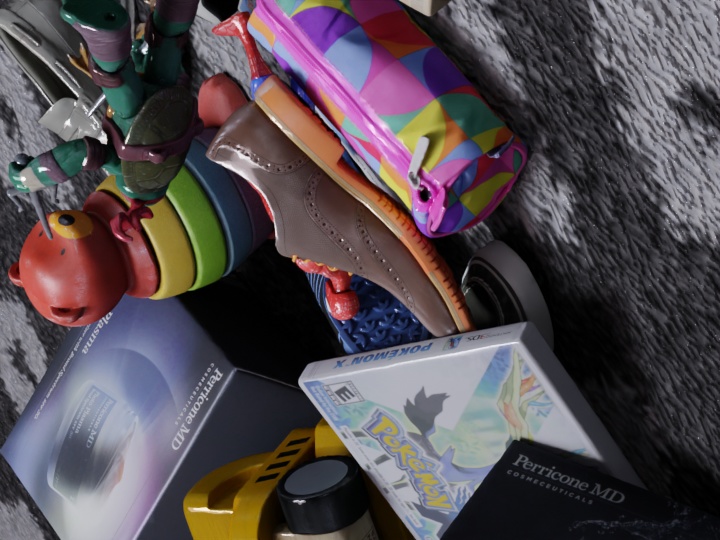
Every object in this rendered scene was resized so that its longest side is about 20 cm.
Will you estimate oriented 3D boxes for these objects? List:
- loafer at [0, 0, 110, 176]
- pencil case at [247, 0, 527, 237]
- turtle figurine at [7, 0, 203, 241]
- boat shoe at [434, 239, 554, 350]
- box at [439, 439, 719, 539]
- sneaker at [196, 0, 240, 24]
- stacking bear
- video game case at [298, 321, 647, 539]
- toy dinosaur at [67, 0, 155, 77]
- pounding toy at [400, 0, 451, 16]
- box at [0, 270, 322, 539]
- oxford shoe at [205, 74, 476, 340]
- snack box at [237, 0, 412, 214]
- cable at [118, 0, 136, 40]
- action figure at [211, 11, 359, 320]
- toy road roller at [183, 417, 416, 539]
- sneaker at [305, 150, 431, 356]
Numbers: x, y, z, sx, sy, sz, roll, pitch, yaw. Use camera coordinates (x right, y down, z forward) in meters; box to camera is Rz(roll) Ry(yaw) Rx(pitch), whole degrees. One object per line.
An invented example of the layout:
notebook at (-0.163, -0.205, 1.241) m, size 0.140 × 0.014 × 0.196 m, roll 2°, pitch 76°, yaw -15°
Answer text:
loafer at (-0.213, -0.122, 2.011) m, size 0.200 × 0.070 × 0.070 m, roll 58°, pitch 155°, yaw 5°
pencil case at (0.015, -0.109, 1.583) m, size 0.200 × 0.088 × 0.088 m, roll 49°, pitch 153°, yaw 23°
turtle figurine at (-0.150, -0.106, 1.710) m, size 0.101 × 0.150 × 0.200 m, roll 25°, pitch 137°, yaw 14°
boat shoe at (0.075, 0.066, 1.678) m, size 0.071 × 0.064 × 0.200 m, roll 44°, pitch 149°, yaw 32°
box at (0.127, 0.229, 1.533) m, size 0.197 × 0.200 × 0.117 m, roll 20°, pitch 138°, yaw 24°
sneaker at (-0.101, -0.238, 1.699) m, size 0.080 × 0.074 × 0.200 m, roll 34°, pitch 152°, yaw 18°
stacking bear at (-0.146, -0.031, 1.828) m, size 0.121 × 0.200 × 0.114 m, roll 43°, pitch 150°, yaw 33°
video game case at (0.082, 0.122, 1.640) m, size 0.182 × 0.022 × 0.200 m, roll -12°, pitch 123°, yaw 41°
toy dinosaur at (-0.156, -0.133, 1.906) m, size 0.106 × 0.060 × 0.200 m, roll 41°, pitch 149°, yaw 33°
pounding toy at (0.041, -0.273, 1.276) m, size 0.142 × 0.184 × 0.200 m, roll 32°, pitch 145°, yaw 25°
box at (-0.135, 0.115, 1.904) m, size 0.200 × 0.123 × 0.198 m, roll -60°, pitch 41°, yaw 13°
oxford shoe at (-0.010, -0.023, 1.605) m, size 0.200 × 0.073 × 0.071 m, roll 48°, pitch -176°, yaw -1°
snack box at (-0.008, -0.119, 1.686) m, size 0.200 × 0.024 × 0.072 m, roll 53°, pitch 153°, yaw 16°
cable at (-0.149, -0.232, 1.769) m, size 0.097 × 0.050 × 0.200 m, roll -108°, pitch 12°, yaw -52°
action figure at (-0.037, -0.065, 1.657) m, size 0.052 × 0.065 × 0.200 m, roll -26°, pitch 80°, yaw 51°
toy road roller at (-0.026, 0.156, 1.779) m, size 0.146 × 0.200 × 0.123 m, roll -3°, pitch 117°, yaw 31°
sneaker at (0.000, 0.000, 1.722) m, size 0.078 × 0.070 × 0.200 m, roll 72°, pitch 176°, yaw -55°
